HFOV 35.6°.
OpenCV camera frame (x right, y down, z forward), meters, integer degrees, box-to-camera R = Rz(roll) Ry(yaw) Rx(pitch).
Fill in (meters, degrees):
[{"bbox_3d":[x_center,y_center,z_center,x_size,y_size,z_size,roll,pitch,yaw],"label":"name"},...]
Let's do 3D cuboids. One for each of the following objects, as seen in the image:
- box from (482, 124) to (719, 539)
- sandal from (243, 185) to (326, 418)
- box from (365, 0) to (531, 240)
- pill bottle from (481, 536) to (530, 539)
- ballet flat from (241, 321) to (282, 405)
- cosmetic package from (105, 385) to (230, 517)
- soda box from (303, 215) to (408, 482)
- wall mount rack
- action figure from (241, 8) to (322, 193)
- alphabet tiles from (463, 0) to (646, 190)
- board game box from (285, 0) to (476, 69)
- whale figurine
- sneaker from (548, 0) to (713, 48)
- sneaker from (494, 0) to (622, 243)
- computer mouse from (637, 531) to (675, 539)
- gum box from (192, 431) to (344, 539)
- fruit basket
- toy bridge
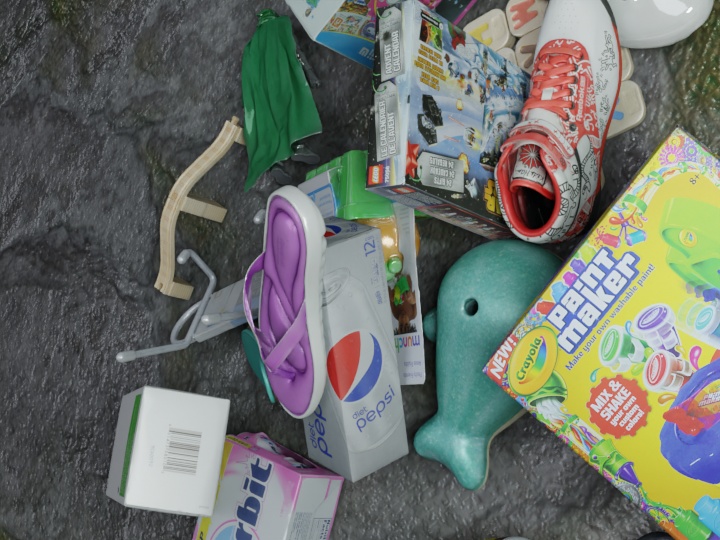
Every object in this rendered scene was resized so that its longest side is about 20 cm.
[{"bbox_3d":[0.221,0.042,0.750,0.192,0.122,0.201,39,106,8],"label":"box"},{"bbox_3d":[-0.066,0.029,0.869,0.082,0.049,0.206,35,134,42],"label":"sandal"},{"bbox_3d":[0.080,-0.108,0.877,0.039,0.199,0.140,-5,76,37],"label":"box"},{"bbox_3d":[0.055,0.276,0.888,0.198,0.108,0.111,-18,69,35],"label":"pill bottle"},{"bbox_3d":[-0.065,0.083,1.037,0.200,0.067,0.069,-147,40,-75],"label":"ballet flat"},{"bbox_3d":[-0.186,0.171,1.063,0.200,0.083,0.110,152,127,-69],"label":"cosmetic package"},{"bbox_3d":[-0.014,0.063,0.916,0.068,0.063,0.204,18,121,51],"label":"soda box"},{"bbox_3d":[-0.144,0.030,1.090,0.198,0.075,0.175,-24,31,33],"label":"wall mount rack"},{"bbox_3d":[-0.083,-0.188,1.142,0.117,0.054,0.203,-29,56,33],"label":"action figure"},{"bbox_3d":[0.146,-0.144,0.971,0.194,0.014,0.204,-23,67,34],"label":"alphabet tiles"},{"bbox_3d":[0.049,-0.276,0.994,0.200,0.147,0.065,-48,58,21],"label":"board game box"},{"bbox_3d":[0.099,0.072,0.901,0.158,0.103,0.203,32,99,38],"label":"whale figurine"},{"bbox_3d":[0.186,-0.245,0.905,0.199,0.088,0.076,30,85,34],"label":"sneaker"},{"bbox_3d":[0.152,-0.121,0.863,0.066,0.107,0.206,8,102,29],"label":"sneaker"},{"bbox_3d":[0.261,0.266,0.778,0.058,0.034,0.201,-40,61,5],"label":"computer mouse"},{"bbox_3d":[-0.096,0.259,1.042,0.112,0.066,0.204,15,90,39],"label":"gum box"},{"bbox_3d":[0.000,0.000,0.982,0.185,0.092,0.204,167,105,-65],"label":"fruit basket"},{"bbox_3d":[-0.171,-0.069,1.179,0.027,0.067,0.203,31,101,39],"label":"toy bridge"}]
